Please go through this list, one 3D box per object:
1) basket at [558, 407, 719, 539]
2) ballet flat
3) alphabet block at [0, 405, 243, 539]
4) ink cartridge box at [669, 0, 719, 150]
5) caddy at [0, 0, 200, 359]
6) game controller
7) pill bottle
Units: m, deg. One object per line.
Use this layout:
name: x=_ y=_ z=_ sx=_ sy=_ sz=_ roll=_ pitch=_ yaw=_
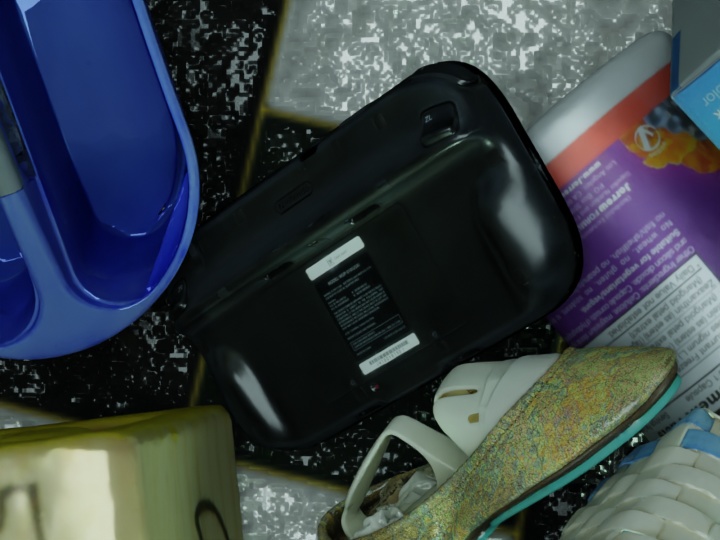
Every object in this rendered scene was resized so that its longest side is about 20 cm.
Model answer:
basket: x=0.118 y=0.169 z=0.796 sx=0.176 sy=0.139 sz=0.200 roll=36 pitch=54 yaw=-1
ballet flat: x=0.043 y=0.074 z=0.871 sx=0.071 sy=0.071 sz=0.200 roll=47 pitch=135 yaw=4
alphabet block: x=-0.149 y=0.164 z=0.864 sx=0.195 sy=0.195 sz=0.202 roll=-6 pitch=89 yaw=6
ink cartridge box: x=0.211 y=-0.039 z=0.837 sx=0.200 sy=0.145 sz=0.085 roll=44 pitch=110 yaw=-9
caddy: x=-0.143 y=-0.066 z=0.892 sx=0.141 sy=0.105 sz=0.201 roll=-18 pitch=104 yaw=4
game controller: x=0.000 y=0.000 z=0.887 sx=0.200 sy=0.042 sz=0.105 roll=-32 pitch=95 yaw=42
pill bottle: x=0.142 y=0.014 z=0.884 sx=0.111 sy=0.111 sz=0.200 roll=-40 pitch=86 yaw=3
